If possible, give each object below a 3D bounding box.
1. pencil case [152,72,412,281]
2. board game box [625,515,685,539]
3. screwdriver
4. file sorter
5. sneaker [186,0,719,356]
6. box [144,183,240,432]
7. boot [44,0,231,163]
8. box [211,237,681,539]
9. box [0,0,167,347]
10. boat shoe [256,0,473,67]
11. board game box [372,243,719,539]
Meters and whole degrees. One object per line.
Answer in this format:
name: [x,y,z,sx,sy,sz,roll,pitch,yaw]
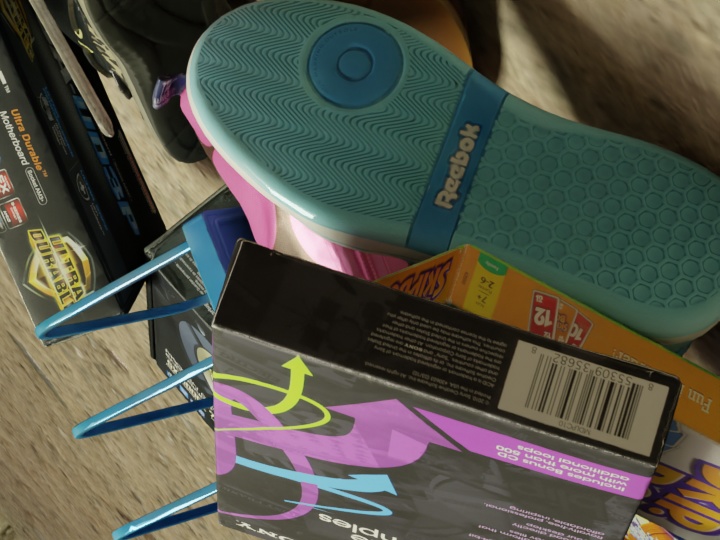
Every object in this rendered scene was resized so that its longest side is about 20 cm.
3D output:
pencil case: [0.000,0.000,0.992,0.201,0.090,0.094,64,162,4]
board game box: [0.124,0.120,1.074,0.134,0.045,0.200,41,162,36]
screwdriver: [-0.125,-0.109,1.014,0.028,0.029,0.200,22,-162,-36]
file sorter: [-0.032,0.084,1.084,0.122,0.138,0.201,-26,81,32]
sneaker: [0.032,-0.014,0.886,0.199,0.080,0.131,27,163,9]
box: [-0.012,0.064,1.266,0.200,0.086,0.164,48,164,12]
boot: [-0.120,-0.153,1.106,0.154,0.073,0.204,45,163,34]
box: [0.021,0.063,0.857,0.142,0.036,0.200,17,159,5]
box: [-0.161,-0.079,1.249,0.159,0.046,0.201,-77,-35,-75]
boat shoe: [-0.008,-0.116,0.886,0.200,0.070,0.071,61,-160,-57]
board game box: [0.091,0.052,0.858,0.199,0.030,0.095,25,159,-21]
